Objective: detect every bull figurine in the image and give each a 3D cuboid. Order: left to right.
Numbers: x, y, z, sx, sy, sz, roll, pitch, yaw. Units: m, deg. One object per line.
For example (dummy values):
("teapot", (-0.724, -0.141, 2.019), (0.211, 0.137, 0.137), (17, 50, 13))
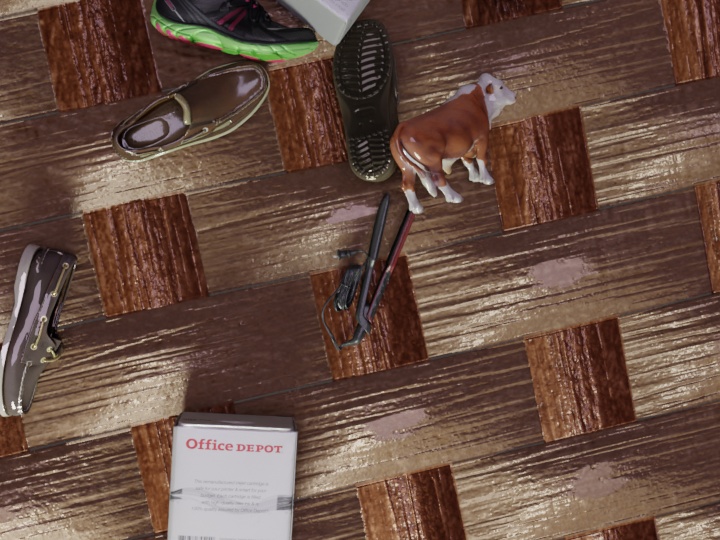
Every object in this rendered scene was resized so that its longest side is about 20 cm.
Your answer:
("bull figurine", (0.112, -0.151, 1.170), (0.199, 0.065, 0.123), (-28, 107, -35))

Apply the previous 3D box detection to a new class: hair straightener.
("hair straightener", (0.000, 0.000, 1.213), (0.076, 0.041, 0.202), (21, 96, -5))

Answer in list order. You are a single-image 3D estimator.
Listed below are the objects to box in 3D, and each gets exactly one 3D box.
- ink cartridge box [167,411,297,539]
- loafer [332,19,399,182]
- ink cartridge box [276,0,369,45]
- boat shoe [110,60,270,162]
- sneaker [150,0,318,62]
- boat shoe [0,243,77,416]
("ink cartridge box", (-0.152, 0.275, 1.187), (0.144, 0.083, 0.203), (4, 93, -5))
("loafer", (0.009, -0.197, 1.186), (0.075, 0.067, 0.203), (-2, 78, 8))
("ink cartridge box", (-0.023, -0.389, 1.147), (0.145, 0.087, 0.201), (36, 79, -4))
("boat shoe", (-0.195, -0.182, 1.163), (0.201, 0.075, 0.075), (-30, 95, -3))
("sneaker", (-0.143, -0.294, 1.162), (0.197, 0.077, 0.085), (13, 96, -6))
("boat shoe", (-0.376, 0.073, 1.166), (0.059, 0.072, 0.203), (10, 87, -2))
